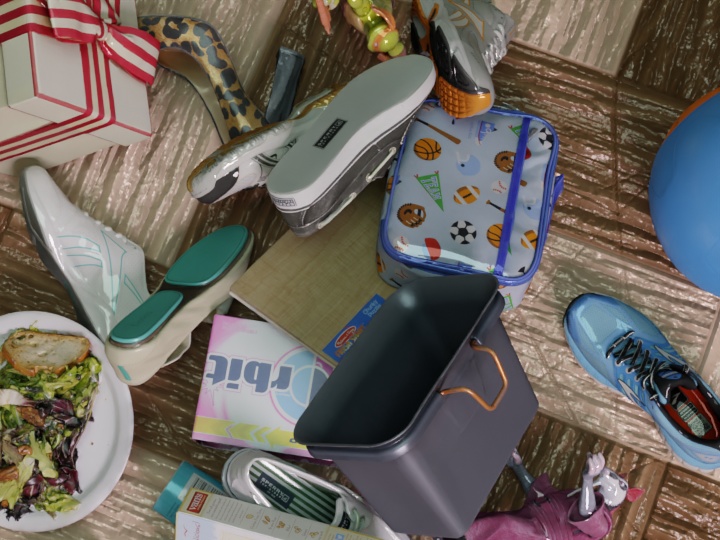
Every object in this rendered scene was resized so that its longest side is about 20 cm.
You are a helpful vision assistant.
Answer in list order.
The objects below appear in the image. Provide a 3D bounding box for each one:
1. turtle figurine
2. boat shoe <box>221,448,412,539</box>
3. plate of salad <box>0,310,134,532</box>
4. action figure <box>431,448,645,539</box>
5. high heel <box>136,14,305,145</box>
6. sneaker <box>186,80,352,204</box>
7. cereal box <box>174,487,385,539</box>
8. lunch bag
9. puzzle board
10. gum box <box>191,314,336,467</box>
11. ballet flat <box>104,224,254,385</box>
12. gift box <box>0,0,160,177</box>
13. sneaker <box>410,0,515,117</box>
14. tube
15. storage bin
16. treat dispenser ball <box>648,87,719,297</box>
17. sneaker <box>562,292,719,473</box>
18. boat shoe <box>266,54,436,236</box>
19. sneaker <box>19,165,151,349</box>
[{"bbox_3d":[-0.007,-0.254,1.256,0.064,0.200,0.161,-43,54,13],"label":"turtle figurine"},{"bbox_3d":[-0.030,0.221,1.165,0.199,0.067,0.074,29,75,-14],"label":"boat shoe"},{"bbox_3d":[-0.302,0.137,1.218,0.199,0.048,0.201,0,89,10],"label":"plate of salad"},{"bbox_3d":[0.158,0.227,1.157,0.199,0.134,0.150,-15,94,-12],"label":"action figure"},{"bbox_3d":[-0.162,-0.163,1.285,0.199,0.071,0.143,14,77,0],"label":"high heel"},{"bbox_3d":[-0.061,-0.098,1.231,0.200,0.076,0.088,-30,106,-22],"label":"sneaker"},{"bbox_3d":[-0.062,0.272,1.150,0.199,0.144,0.040,15,34,9],"label":"cereal box"},{"bbox_3d":[0.103,-0.066,1.229,0.159,0.076,0.201,12,60,5],"label":"lunch bag"},{"bbox_3d":[0.000,0.000,1.228,0.150,0.017,0.200,35,57,14],"label":"puzzle board"},{"bbox_3d":[-0.042,0.115,1.219,0.199,0.066,0.114,8,77,4],"label":"gum box"},{"bbox_3d":[-0.160,0.034,1.232,0.069,0.070,0.200,37,49,9],"label":"ballet flat"},{"bbox_3d":[-0.304,-0.208,1.217,0.186,0.184,0.201,-14,82,25],"label":"gift box"},{"bbox_3d":[0.106,-0.211,1.245,0.092,0.076,0.200,-7,38,-7],"label":"sneaker"},{"bbox_3d":[-0.090,0.246,1.205,0.200,0.050,0.078,34,88,1],"label":"tube"},{"bbox_3d":[0.068,0.118,1.113,0.135,0.145,0.200,56,50,-27],"label":"storage bin"},{"bbox_3d":[0.354,-0.069,1.176,0.200,0.201,0.202,0,77,2],"label":"treat dispenser ball"},{"bbox_3d":[0.266,0.090,1.201,0.200,0.090,0.078,44,82,11],"label":"sneaker"},{"bbox_3d":[-0.003,-0.113,1.199,0.200,0.064,0.071,-45,46,-19],"label":"boat shoe"},{"bbox_3d":[-0.251,-0.014,1.259,0.080,0.070,0.201,-31,91,-21],"label":"sneaker"}]
